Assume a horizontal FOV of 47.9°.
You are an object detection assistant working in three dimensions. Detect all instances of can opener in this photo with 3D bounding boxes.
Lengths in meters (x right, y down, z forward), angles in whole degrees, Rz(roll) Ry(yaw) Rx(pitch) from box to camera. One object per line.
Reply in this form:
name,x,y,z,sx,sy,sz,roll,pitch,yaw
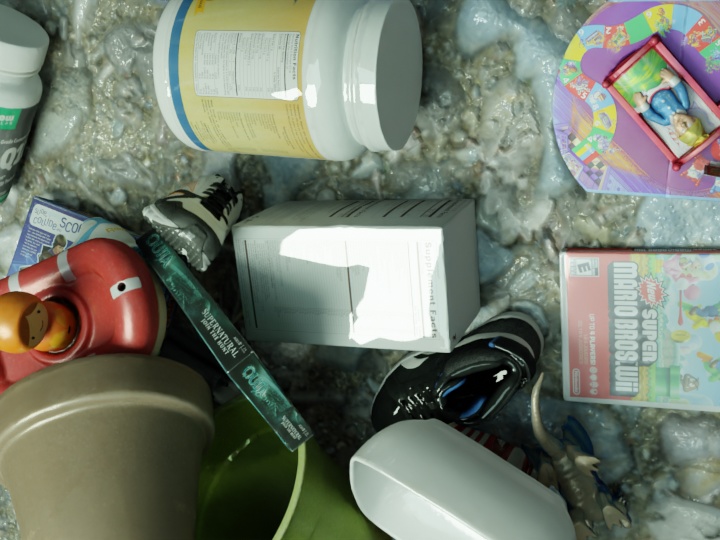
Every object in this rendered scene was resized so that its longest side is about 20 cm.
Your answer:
can opener,-0.165,0.125,0.885,0.199,0.053,0.067,33,116,10

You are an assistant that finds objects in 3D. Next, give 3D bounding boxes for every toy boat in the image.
toy boat,-0.274,0.047,0.711,0.198,0.131,0.132,-23,79,8

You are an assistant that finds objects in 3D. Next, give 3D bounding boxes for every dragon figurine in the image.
dragon figurine,0.183,0.172,0.722,0.059,0.099,0.201,-33,101,9

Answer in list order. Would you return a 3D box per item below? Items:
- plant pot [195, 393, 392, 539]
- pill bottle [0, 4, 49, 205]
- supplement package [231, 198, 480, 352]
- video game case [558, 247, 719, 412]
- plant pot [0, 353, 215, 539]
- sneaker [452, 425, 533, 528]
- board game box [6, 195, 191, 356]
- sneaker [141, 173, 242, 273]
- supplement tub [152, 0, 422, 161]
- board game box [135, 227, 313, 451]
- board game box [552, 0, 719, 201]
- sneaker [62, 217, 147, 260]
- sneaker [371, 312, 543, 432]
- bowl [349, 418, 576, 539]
plant pot,-0.068,0.249,0.802,0.199,0.201,0.190,-28,133,27
pill bottle,-0.403,-0.171,0.852,0.113,0.113,0.201,35,117,8
supplement package,0.000,0.000,0.743,0.198,0.109,0.115,2,108,22
video game case,0.274,0.052,0.699,0.198,0.017,0.144,1,107,22
plant pot,-0.214,0.198,0.700,0.200,0.199,0.176,-41,50,28
sneaker,0.092,0.245,0.817,0.115,0.078,0.202,24,103,23
board game box,-0.290,0.014,0.879,0.199,0.034,0.137,21,92,19
sneaker,-0.148,-0.056,0.747,0.080,0.200,0.074,-41,107,-2
supplement tub,-0.059,-0.170,0.692,0.198,0.145,0.146,7,110,20
board game box,-0.123,0.058,0.724,0.200,0.028,0.136,45,167,41
board game box,0.248,-0.131,0.635,0.198,0.039,0.160,7,109,20
sneaker,-0.296,0.041,0.827,0.081,0.076,0.201,37,91,26
sneaker,0.070,0.112,0.741,0.200,0.112,0.073,-38,90,28
bowl,0.092,0.208,0.691,0.199,0.075,0.201,30,153,20
